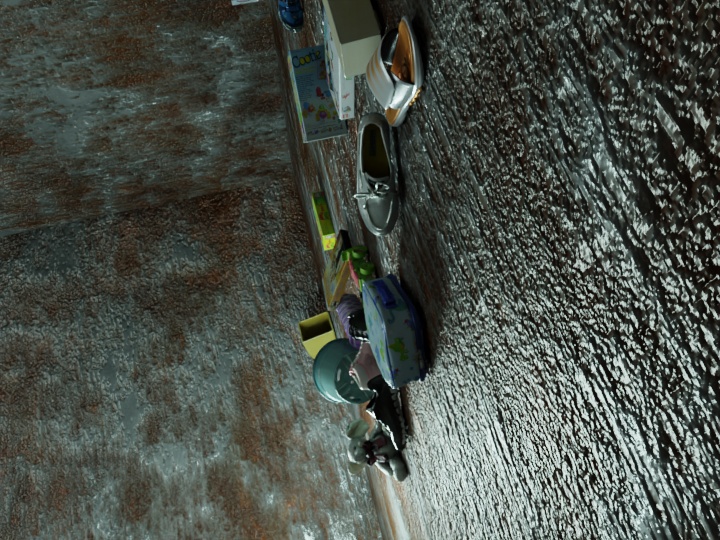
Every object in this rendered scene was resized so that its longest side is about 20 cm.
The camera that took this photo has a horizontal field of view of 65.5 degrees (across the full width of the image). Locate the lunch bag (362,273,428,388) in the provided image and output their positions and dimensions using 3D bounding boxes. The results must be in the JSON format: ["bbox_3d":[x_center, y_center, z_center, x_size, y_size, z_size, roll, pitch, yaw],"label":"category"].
[{"bbox_3d":[0.060,0.106,1.041,0.200,0.081,0.163,-120,19,-66],"label":"lunch bag"}]

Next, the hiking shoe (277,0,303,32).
[{"bbox_3d":[-0.207,-0.787,1.601,0.087,0.073,0.204,144,113,-82],"label":"hiking shoe"}]

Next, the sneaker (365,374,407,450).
[{"bbox_3d":[0.060,0.350,1.380,0.066,0.089,0.204,-152,50,-81],"label":"sneaker"}]

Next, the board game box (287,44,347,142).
[{"bbox_3d":[-0.103,-0.414,1.325,0.103,0.103,0.204,-132,31,-75],"label":"board game box"}]

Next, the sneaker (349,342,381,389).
[{"bbox_3d":[0.011,0.223,1.496,0.076,0.103,0.203,89,167,-64],"label":"sneaker"}]

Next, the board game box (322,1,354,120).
[{"bbox_3d":[-0.043,-0.423,1.128,0.201,0.034,0.128,92,163,-60],"label":"board game box"}]

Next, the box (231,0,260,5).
[{"bbox_3d":[-0.339,-0.958,1.825,0.115,0.196,0.135,-129,28,-76],"label":"box"}]

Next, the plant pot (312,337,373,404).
[{"bbox_3d":[-0.031,0.310,1.677,0.196,0.197,0.204,168,89,-74],"label":"plant pot"}]

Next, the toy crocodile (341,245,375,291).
[{"bbox_3d":[0.000,0.000,1.377,0.201,0.061,0.068,-114,13,-53],"label":"toy crocodile"}]

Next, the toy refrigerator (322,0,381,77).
[{"bbox_3d":[-0.019,-0.411,0.867,0.076,0.069,0.203,79,177,-70],"label":"toy refrigerator"}]

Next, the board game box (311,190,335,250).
[{"bbox_3d":[-0.142,-0.192,2.145,0.102,0.047,0.203,92,164,-60],"label":"board game box"}]

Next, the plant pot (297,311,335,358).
[{"bbox_3d":[-0.232,0.399,3.243,0.196,0.191,0.202,-115,6,-58],"label":"plant pot"}]

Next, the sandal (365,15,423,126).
[{"bbox_3d":[0.037,-0.245,0.743,0.207,0.058,0.081,111,146,-76],"label":"sandal"}]

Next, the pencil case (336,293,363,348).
[{"bbox_3d":[-0.019,0.147,1.655,0.201,0.082,0.087,-117,27,-60],"label":"pencil case"}]

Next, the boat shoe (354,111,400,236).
[{"bbox_3d":[0.027,-0.144,0.901,0.086,0.073,0.205,-79,-12,-66],"label":"boat shoe"}]

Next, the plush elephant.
[{"bbox_3d":[0.029,0.516,1.616,0.200,0.152,0.168,157,101,-81],"label":"plush elephant"}]

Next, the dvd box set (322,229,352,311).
[{"bbox_3d":[-0.069,0.000,1.684,0.147,0.029,0.202,-105,29,-48],"label":"dvd box set"}]

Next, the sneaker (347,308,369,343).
[{"bbox_3d":[0.019,0.151,1.375,0.200,0.089,0.077,-129,29,-70],"label":"sneaker"}]
